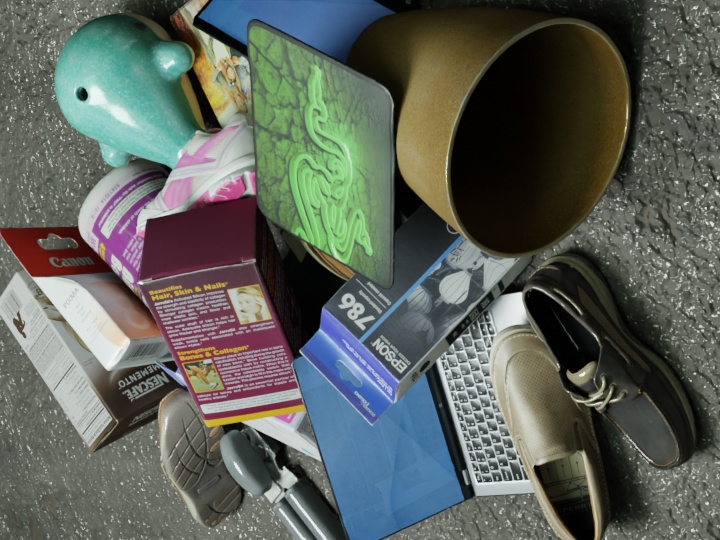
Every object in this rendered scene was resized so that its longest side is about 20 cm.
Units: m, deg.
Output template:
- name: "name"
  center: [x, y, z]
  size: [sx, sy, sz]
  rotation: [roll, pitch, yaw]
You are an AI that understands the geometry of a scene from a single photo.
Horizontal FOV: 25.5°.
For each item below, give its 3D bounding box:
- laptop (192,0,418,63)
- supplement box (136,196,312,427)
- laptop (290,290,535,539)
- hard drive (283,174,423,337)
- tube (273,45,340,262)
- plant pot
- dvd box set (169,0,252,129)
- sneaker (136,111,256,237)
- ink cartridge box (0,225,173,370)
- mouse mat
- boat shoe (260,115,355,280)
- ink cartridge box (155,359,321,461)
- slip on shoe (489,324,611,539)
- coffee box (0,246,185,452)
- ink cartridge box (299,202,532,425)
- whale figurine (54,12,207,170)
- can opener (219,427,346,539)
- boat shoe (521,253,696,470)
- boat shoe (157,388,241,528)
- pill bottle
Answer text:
- name: "laptop"
  center: [-0.039, -0.275, 1.345]
  size: [0.177, 0.103, 0.202]
  rotation: [32, 128, 28]
- name: "supplement box"
  center: [-0.117, 0.041, 1.453]
  size: [0.109, 0.086, 0.201]
  rotation: [-10, 133, 9]
- name: "laptop"
  center: [0.073, 0.134, 1.393]
  size: [0.199, 0.116, 0.189]
  rotation: [-9, 105, 36]
- name: "hard drive"
  center: [0.000, 0.000, 1.485]
  size: [0.140, 0.033, 0.200]
  rotation: [49, 134, 16]
- name: "tube"
  center: [-0.042, -0.109, 1.424]
  size: [0.051, 0.058, 0.201]
  rotation: [20, 124, -4]
- name: "plant pot"
  center: [0.080, -0.131, 1.263]
  size: [0.200, 0.185, 0.188]
  rotation: [31, 129, 47]
- name: "dvd box set"
  center: [-0.091, -0.180, 1.491]
  size: [0.146, 0.029, 0.202]
  rotation: [-26, 89, 47]
- name: "sneaker"
  center: [-0.137, -0.081, 1.479]
  size: [0.199, 0.081, 0.089]
  rotation: [-26, 55, 41]
- name: "ink cartridge box"
  center: [-0.257, 0.011, 1.644]
  size: [0.050, 0.162, 0.200]
  rotation: [-47, 71, 22]
- name: "mouse mat"
  center: [-0.032, -0.091, 1.281]
  size: [0.160, 0.008, 0.201]
  rotation: [30, 140, 32]
- name: "boat shoe"
  center: [-0.023, -0.061, 1.361]
  size: [0.068, 0.072, 0.201]
  rotation: [20, 149, 57]
- name: "ink cartridge box"
  center: [-0.102, 0.134, 1.593]
  size: [0.199, 0.042, 0.119]
  rotation: [18, 163, 36]
- name: "slip on shoe"
  center: [0.163, 0.144, 1.352]
  size: [0.075, 0.061, 0.202]
  rotation: [-15, 102, 8]
- name: "coffee box"
  center: [-0.293, 0.082, 1.746]
  size: [0.201, 0.113, 0.080]
  rotation: [54, 136, 10]
- name: "ink cartridge box"
  center: [0.044, 0.026, 1.358]
  size: [0.099, 0.200, 0.039]
  rotation: [42, 177, 20]
- name: "whale figurine"
  center: [-0.213, -0.153, 1.530]
  size: [0.200, 0.104, 0.159]
  rotation: [48, 123, 9]
- name: "can opener"
  center: [-0.074, 0.248, 1.652]
  size: [0.200, 0.066, 0.053]
  rotation: [48, 133, 10]
- name: "boat shoe"
  center: [0.195, 0.083, 1.306]
  size: [0.201, 0.073, 0.075]
  rotation: [54, 136, 11]
- name: "boat shoe"
  center: [-0.185, 0.194, 1.696]
  size: [0.072, 0.075, 0.201]
  rotation: [40, 152, 38]
- name: "pill bottle"
  center: [-0.183, -0.011, 1.598]
  size: [0.200, 0.112, 0.113]
  rotation: [44, 133, 21]
